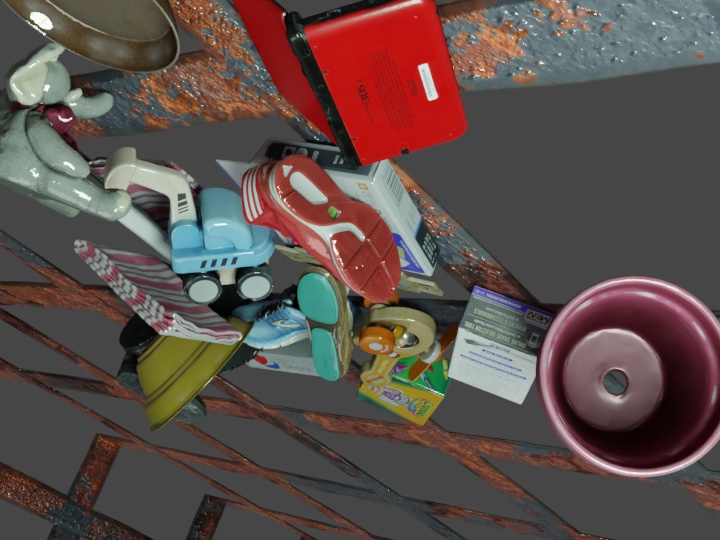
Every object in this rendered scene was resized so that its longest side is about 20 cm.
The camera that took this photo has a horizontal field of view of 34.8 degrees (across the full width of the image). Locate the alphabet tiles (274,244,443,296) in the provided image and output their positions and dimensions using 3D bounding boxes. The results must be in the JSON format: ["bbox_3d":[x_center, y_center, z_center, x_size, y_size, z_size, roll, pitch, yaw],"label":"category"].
[{"bbox_3d":[0.000,0.000,1.385,0.198,0.006,0.166,14,174,12],"label":"alphabet tiles"}]

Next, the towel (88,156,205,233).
[{"bbox_3d":[-0.241,-0.082,1.475,0.145,0.030,0.200,7,155,37],"label":"towel"}]

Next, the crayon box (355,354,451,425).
[{"bbox_3d":[0.065,0.167,1.732,0.118,0.059,0.200,22,159,2],"label":"crayon box"}]

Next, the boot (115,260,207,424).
[{"bbox_3d":[-0.274,0.109,1.732,0.065,0.202,0.165,-19,134,34],"label":"boot"}]

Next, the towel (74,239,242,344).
[{"bbox_3d":[-0.252,0.024,1.441,0.200,0.030,0.146,39,-169,30],"label":"towel"}]

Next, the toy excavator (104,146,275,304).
[{"bbox_3d":[-0.199,-0.064,1.367,0.192,0.100,0.201,-6,132,-8],"label":"toy excavator"}]

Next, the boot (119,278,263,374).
[{"bbox_3d":[-0.232,0.090,1.665,0.073,0.198,0.163,37,164,47],"label":"boot"}]

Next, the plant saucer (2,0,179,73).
[{"bbox_3d":[-0.252,-0.255,1.053,0.198,0.035,0.201,20,160,8],"label":"plant saucer"}]

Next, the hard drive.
[{"bbox_3d":[-0.288,-0.062,1.481,0.132,0.026,0.200,34,173,48],"label":"hard drive"}]

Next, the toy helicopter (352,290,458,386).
[{"bbox_3d":[0.050,0.106,1.539,0.131,0.080,0.201,12,147,-8],"label":"toy helicopter"}]

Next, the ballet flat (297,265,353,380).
[{"bbox_3d":[-0.037,0.054,1.497,0.067,0.073,0.201,13,135,25],"label":"ballet flat"}]

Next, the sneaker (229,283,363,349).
[{"bbox_3d":[-0.097,0.051,1.597,0.198,0.079,0.090,-7,135,22],"label":"sneaker"}]

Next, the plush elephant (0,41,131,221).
[{"bbox_3d":[-0.337,-0.158,1.239,0.199,0.156,0.164,25,170,-29],"label":"plush elephant"}]

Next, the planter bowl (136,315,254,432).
[{"bbox_3d":[-0.239,0.114,1.536,0.083,0.201,0.200,44,156,-7],"label":"planter bowl"}]

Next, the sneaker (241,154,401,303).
[{"bbox_3d":[-0.046,-0.047,1.205,0.115,0.079,0.200,8,142,53],"label":"sneaker"}]

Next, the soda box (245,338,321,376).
[{"bbox_3d":[-0.114,0.117,1.787,0.199,0.064,0.068,2,151,42],"label":"soda box"}]

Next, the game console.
[{"bbox_3d":[-0.012,-0.191,0.988,0.170,0.120,0.200,-15,151,8],"label":"game console"}]

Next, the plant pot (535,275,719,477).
[{"bbox_3d":[0.280,0.114,1.222,0.198,0.202,0.179,20,175,5],"label":"plant pot"}]

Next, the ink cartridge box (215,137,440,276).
[{"bbox_3d":[-0.031,-0.072,1.263,0.198,0.044,0.198,10,156,28],"label":"ink cartridge box"}]

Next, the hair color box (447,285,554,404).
[{"bbox_3d":[0.174,0.097,1.442,0.108,0.065,0.200,20,161,7],"label":"hair color box"}]
